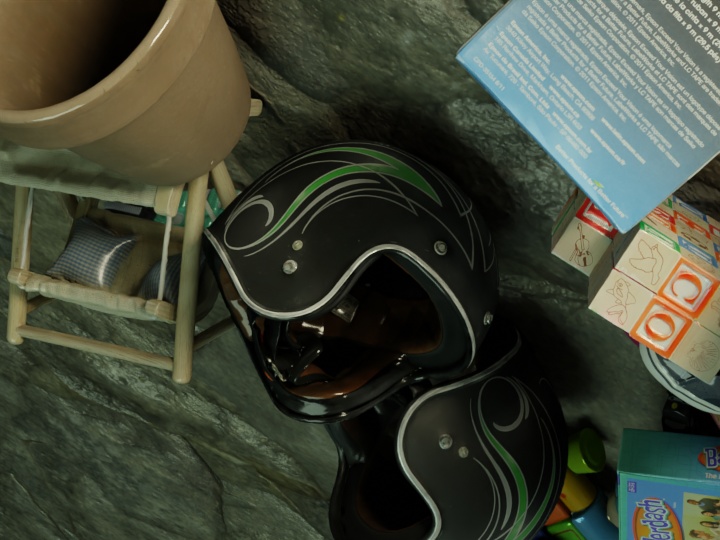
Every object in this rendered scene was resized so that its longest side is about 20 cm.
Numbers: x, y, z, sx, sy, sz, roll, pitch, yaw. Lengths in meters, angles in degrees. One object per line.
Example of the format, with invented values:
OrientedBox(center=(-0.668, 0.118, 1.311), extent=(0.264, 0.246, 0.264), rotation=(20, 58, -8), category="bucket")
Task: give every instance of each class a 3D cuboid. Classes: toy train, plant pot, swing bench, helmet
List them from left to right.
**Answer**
OrientedBox(center=(-0.165, -0.149, 1.357), extent=(0.200, 0.200, 0.175), rotation=(13, 161, 32), category="plant pot")
OrientedBox(center=(-0.182, -0.039, 1.517), extent=(0.199, 0.130, 0.200), rotation=(9, 116, 36), category="swing bench")
OrientedBox(center=(0.000, 0.000, 1.408), extent=(0.200, 0.191, 0.200), rotation=(62, 171, 18), category="helmet")
OrientedBox(center=(0.066, 0.149, 1.535), extent=(0.200, 0.200, 0.191), rotation=(6, 117, 39), category="helmet")
OrientedBox(center=(0.155, 0.161, 1.642), extent=(0.116, 0.085, 0.200), rotation=(-25, 113, 40), category="toy train")
OrientedBox(center=(0.268, 0.160, 1.547), extent=(0.034, 0.046, 0.200), rotation=(14, 147, 29), category="toy train")

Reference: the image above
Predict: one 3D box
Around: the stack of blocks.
OrientedBox(center=(0.184, -0.007, 1.225), extent=(0.115, 0.059, 0.200), rotation=(31, -165, -1), category="stack of blocks")

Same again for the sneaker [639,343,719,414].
OrientedBox(center=(0.297, 0.073, 1.350), extent=(0.200, 0.078, 0.079), rotation=(24, 158, -10), category="sneaker")

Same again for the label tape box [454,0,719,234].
OrientedBox(center=(0.175, -0.141, 1.089), extent=(0.144, 0.063, 0.200), rotation=(47, 115, -1), category="label tape box")

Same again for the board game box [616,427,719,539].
OrientedBox(center=(0.301, 0.190, 1.502), extent=(0.200, 0.045, 0.152), rotation=(5, 142, 11), category="board game box")

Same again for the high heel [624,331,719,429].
OrientedBox(center=(0.263, 0.101, 1.406), extent=(0.200, 0.096, 0.067), rotation=(29, 152, 4), category="high heel")

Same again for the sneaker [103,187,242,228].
OrientedBox(center=(-0.119, -0.028, 1.632), extent=(0.200, 0.074, 0.088), rotation=(18, 170, 32), category="sneaker")
